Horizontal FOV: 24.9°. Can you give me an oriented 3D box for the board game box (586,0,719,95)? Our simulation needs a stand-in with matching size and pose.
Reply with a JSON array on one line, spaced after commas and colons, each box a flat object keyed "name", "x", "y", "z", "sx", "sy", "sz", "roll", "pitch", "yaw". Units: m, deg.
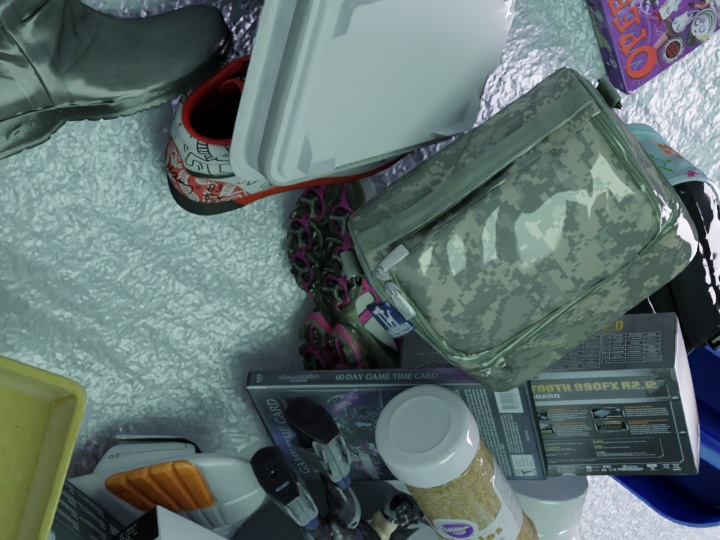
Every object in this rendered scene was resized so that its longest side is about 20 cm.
[{"name": "board game box", "x": 0.213, "y": -0.239, "z": 1.192, "sx": 0.120, "sy": 0.032, "sz": 0.200, "roll": -32, "pitch": 131, "yaw": -8}]

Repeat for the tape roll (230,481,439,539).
[{"name": "tape roll", "x": -0.024, "y": 0.264, "z": 1.317, "sx": 0.200, "sy": 0.066, "sz": 0.201, "roll": -16, "pitch": 126, "yaw": -24}]

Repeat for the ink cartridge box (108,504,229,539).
[{"name": "ink cartridge box", "x": -0.100, "y": 0.233, "z": 1.117, "sx": 0.099, "sy": 0.039, "sz": 0.200, "roll": -37, "pitch": 130, "yaw": 20}]

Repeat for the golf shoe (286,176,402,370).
[{"name": "golf shoe", "x": 0.000, "y": 0.000, "z": 1.173, "sx": 0.092, "sy": 0.073, "sz": 0.200, "roll": -34, "pitch": 141, "yaw": -32}]

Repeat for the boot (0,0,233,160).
[{"name": "boot", "x": -0.172, "y": -0.154, "z": 0.959, "sx": 0.200, "sy": 0.070, "sz": 0.132, "roll": -27, "pitch": 123, "yaw": -25}]

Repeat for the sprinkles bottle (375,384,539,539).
[{"name": "sprinkles bottle", "x": 0.073, "y": 0.158, "z": 1.172, "sx": 0.068, "sy": 0.068, "sz": 0.200, "roll": -40, "pitch": 141, "yaw": -7}]

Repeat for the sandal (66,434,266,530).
[{"name": "sandal", "x": -0.171, "y": 0.148, "z": 1.154, "sx": 0.206, "sy": 0.059, "sz": 0.079, "roll": -8, "pitch": 135, "yaw": -6}]

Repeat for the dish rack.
[{"name": "dish rack", "x": 0.021, "y": -0.130, "z": 0.979, "sx": 0.200, "sy": 0.044, "sz": 0.172, "roll": -20, "pitch": 139, "yaw": -40}]

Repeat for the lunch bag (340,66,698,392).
[{"name": "lunch bag", "x": 0.099, "y": -0.031, "z": 1.055, "sx": 0.200, "sy": 0.139, "sz": 0.168, "roll": -35, "pitch": 148, "yaw": 9}]

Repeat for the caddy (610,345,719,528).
[{"name": "caddy", "x": 0.263, "y": 0.121, "z": 1.344, "sx": 0.105, "sy": 0.200, "sz": 0.142, "roll": 3, "pitch": 118, "yaw": -54}]

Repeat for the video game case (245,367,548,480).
[{"name": "video game case", "x": 0.030, "y": 0.114, "z": 1.191, "sx": 0.200, "sy": 0.019, "sz": 0.143, "roll": -1, "pitch": 145, "yaw": 13}]

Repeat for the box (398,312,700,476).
[{"name": "box", "x": 0.142, "y": 0.096, "z": 1.203, "sx": 0.200, "sy": 0.048, "sz": 0.158, "roll": -4, "pitch": 144, "yaw": 17}]

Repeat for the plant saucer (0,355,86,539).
[{"name": "plant saucer", "x": -0.277, "y": 0.128, "z": 1.002, "sx": 0.200, "sy": 0.048, "sz": 0.200, "roll": 18, "pitch": 99, "yaw": 6}]

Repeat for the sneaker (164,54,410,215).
[{"name": "sneaker", "x": -0.029, "y": -0.102, "z": 1.046, "sx": 0.201, "sy": 0.067, "sz": 0.108, "roll": -20, "pitch": 160, "yaw": -14}]

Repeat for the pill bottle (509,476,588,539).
[{"name": "pill bottle", "x": 0.123, "y": 0.252, "z": 1.380, "sx": 0.109, "sy": 0.110, "sz": 0.200, "roll": -4, "pitch": 119, "yaw": -32}]

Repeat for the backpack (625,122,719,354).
[{"name": "backpack", "x": 0.189, "y": -0.014, "z": 1.226, "sx": 0.177, "sy": 0.151, "sz": 0.200, "roll": -36, "pitch": 145, "yaw": -2}]

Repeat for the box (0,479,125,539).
[{"name": "box", "x": -0.243, "y": 0.211, "z": 1.115, "sx": 0.158, "sy": 0.050, "sz": 0.200, "roll": -29, "pitch": 133, "yaw": 10}]

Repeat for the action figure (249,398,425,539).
[{"name": "action figure", "x": -0.019, "y": 0.188, "z": 1.185, "sx": 0.130, "sy": 0.069, "sz": 0.200, "roll": -43, "pitch": 137, "yaw": -18}]

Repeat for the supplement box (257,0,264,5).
[{"name": "supplement box", "x": 0.000, "y": -0.243, "z": 0.992, "sx": 0.200, "sy": 0.103, "sz": 0.131, "roll": -48, "pitch": 133, "yaw": 2}]
